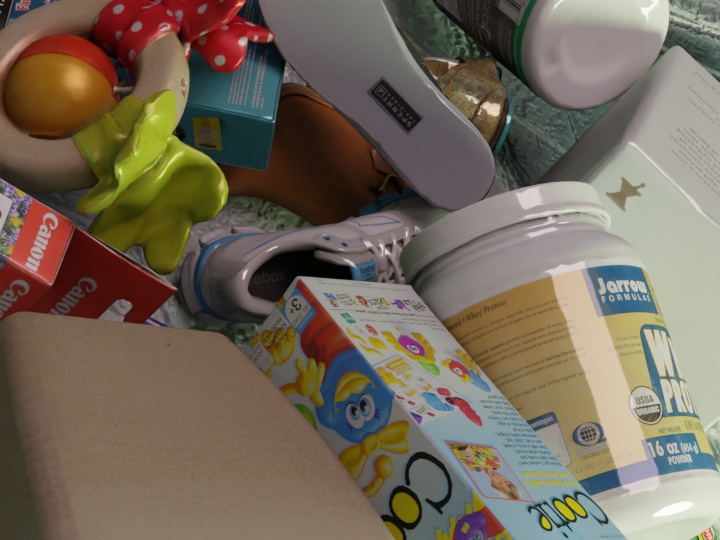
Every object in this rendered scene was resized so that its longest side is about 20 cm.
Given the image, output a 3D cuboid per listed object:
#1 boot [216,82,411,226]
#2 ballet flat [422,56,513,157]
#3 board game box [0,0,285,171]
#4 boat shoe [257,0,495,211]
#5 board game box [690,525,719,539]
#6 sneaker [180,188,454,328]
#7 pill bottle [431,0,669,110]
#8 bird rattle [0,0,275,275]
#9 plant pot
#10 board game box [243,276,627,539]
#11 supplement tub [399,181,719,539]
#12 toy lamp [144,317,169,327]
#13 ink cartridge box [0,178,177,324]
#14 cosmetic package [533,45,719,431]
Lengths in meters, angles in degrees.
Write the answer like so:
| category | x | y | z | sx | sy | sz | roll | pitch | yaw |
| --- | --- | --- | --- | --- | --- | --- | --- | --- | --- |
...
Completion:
| category | x | y | z | sx | sy | sz | roll | pitch | yaw |
| --- | --- | --- | --- | --- | --- | --- | --- | --- | --- |
| boot | -0.015 | -0.042 | 1.569 | 0.200 | 0.074 | 0.155 | -30 | 85 | -44 |
| ballet flat | 0.059 | -0.109 | 1.628 | 0.071 | 0.071 | 0.200 | 42 | 6 | -6 |
| board game box | -0.141 | -0.146 | 1.507 | 0.199 | 0.047 | 0.152 | 10 | 50 | -2 |
| boat shoe | 0.004 | -0.116 | 1.496 | 0.200 | 0.069 | 0.057 | 51 | 0 | -13 |
| board game box | 0.209 | 0.244 | 1.542 | 0.105 | 0.023 | 0.201 | -20 | 86 | -47 |
| sneaker | 0.000 | 0.000 | 1.496 | 0.199 | 0.087 | 0.075 | -13 | 99 | -21 |
| pill bottle | 0.109 | -0.200 | 1.701 | 0.113 | 0.114 | 0.200 | 6 | 27 | -35 |
| bird rattle | -0.141 | -0.107 | 1.394 | 0.162 | 0.113 | 0.201 | 0 | 63 | 12 |
| plant pot | -0.126 | 0.135 | 1.277 | 0.199 | 0.200 | 0.178 | 7 | 43 | -34 |
| board game box | 0.026 | 0.110 | 1.331 | 0.105 | 0.103 | 0.200 | 6 | 37 | -51 |
| supplement tub | 0.109 | 0.066 | 1.427 | 0.144 | 0.144 | 0.201 | -5 | 69 | -40 |
| toy lamp | -0.063 | 0.103 | 1.424 | 0.200 | 0.058 | 0.058 | 44 | 43 | 6 |
| ink cartridge box | -0.211 | 0.001 | 1.352 | 0.199 | 0.109 | 0.051 | 32 | 46 | -17 |
| cosmetic package | 0.188 | -0.007 | 1.600 | 0.167 | 0.166 | 0.200 | 44 | 26 | -3 |
